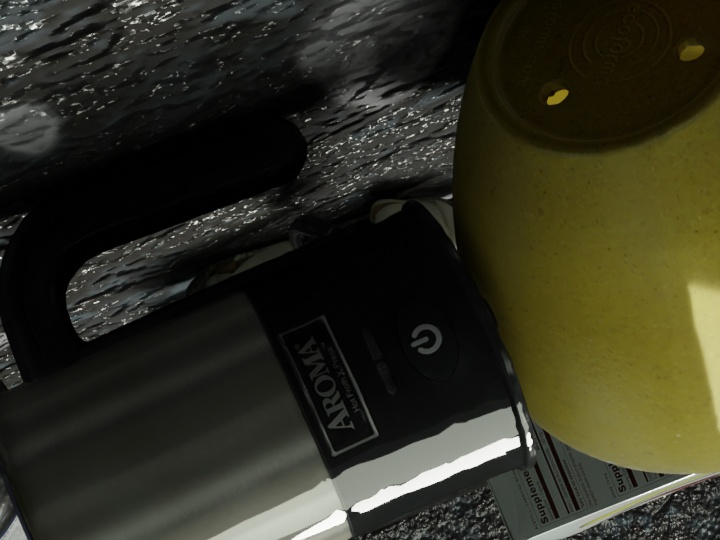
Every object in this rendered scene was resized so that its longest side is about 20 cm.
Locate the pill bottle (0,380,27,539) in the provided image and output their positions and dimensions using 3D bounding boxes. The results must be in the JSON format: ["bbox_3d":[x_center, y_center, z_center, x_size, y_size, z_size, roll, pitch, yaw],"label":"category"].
[{"bbox_3d":[-0.209,0.095,0.785,0.112,0.112,0.200,-19,167,-10],"label":"pill bottle"}]

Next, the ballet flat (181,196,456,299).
[{"bbox_3d":[0.000,0.000,0.842,0.200,0.072,0.072,-20,167,-12],"label":"ballet flat"}]

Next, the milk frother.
[{"bbox_3d":[-0.048,0.055,0.698,0.188,0.181,0.200,-23,154,-7],"label":"milk frother"}]

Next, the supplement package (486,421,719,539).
[{"bbox_3d":[0.179,0.069,1.045,0.200,0.147,0.191,-24,167,14],"label":"supplement package"}]

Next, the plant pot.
[{"bbox_3d":[0.114,-0.044,0.622,0.200,0.200,0.142,-24,141,12],"label":"plant pot"}]
